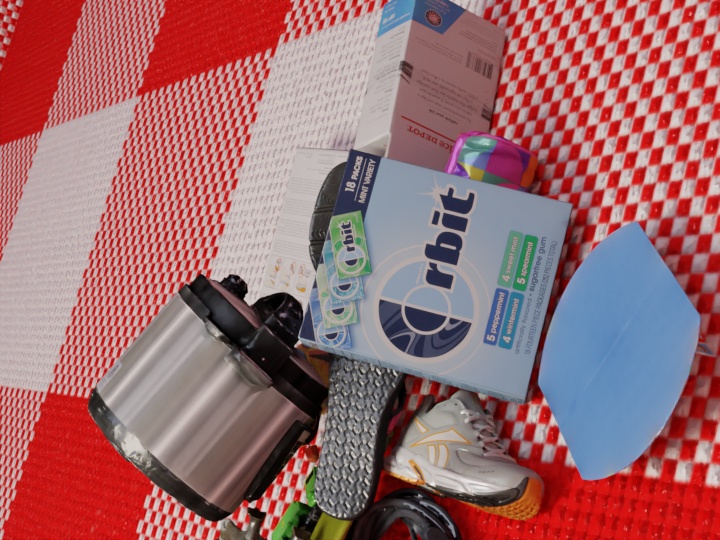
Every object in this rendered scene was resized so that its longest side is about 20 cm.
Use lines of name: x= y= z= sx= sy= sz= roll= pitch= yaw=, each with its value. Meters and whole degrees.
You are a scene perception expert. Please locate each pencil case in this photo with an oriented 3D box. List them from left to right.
pencil case: x=0.090 y=-0.027 z=1.283 sx=0.088 sy=0.088 sz=0.202 roll=21 pitch=88 yaw=61

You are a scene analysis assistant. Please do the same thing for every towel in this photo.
towel: x=-0.028 y=0.230 z=1.261 sx=0.202 sy=0.018 sz=0.086 roll=-64 pitch=8 yaw=-17

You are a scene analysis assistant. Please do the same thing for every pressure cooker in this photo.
pressure cooker: x=-0.124 y=0.101 z=1.278 sx=0.200 sy=0.179 sz=0.176 roll=-49 pitch=52 yaw=-3

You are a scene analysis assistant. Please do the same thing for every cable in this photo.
cable: x=0.036 y=0.283 z=1.213 sx=0.164 sy=0.050 sz=0.200 roll=-63 pitch=35 yaw=23

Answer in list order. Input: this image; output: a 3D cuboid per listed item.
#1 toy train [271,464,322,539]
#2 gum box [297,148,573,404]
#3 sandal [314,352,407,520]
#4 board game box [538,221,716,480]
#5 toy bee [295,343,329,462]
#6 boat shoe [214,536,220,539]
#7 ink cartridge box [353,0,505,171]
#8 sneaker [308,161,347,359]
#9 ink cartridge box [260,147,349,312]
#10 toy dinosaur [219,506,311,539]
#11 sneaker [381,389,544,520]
toy train: x=-0.030 y=0.208 z=1.385 sx=0.201 sy=0.041 sz=0.057 roll=-58 pitch=20 yaw=20
gum box: x=0.064 y=0.005 z=1.205 sx=0.045 sy=0.197 sz=0.172 roll=72 pitch=-148 yaw=-77
sandal: x=0.005 y=0.118 z=1.243 sx=0.074 sy=0.045 sz=0.203 roll=12 pitch=85 yaw=24
board game box: x=0.205 y=0.066 z=1.076 sx=0.159 sy=0.039 sz=0.201 roll=-61 pitch=24 yaw=24
toy bee: x=-0.058 y=0.133 z=1.422 sx=0.200 sy=0.131 sz=0.109 roll=-45 pitch=74 yaw=9
boat shoe: x=-0.153 y=0.367 z=1.458 sx=0.071 sy=0.076 sz=0.201 roll=-16 pitch=33 yaw=33
ink cartridge box: x=0.065 y=-0.158 z=1.381 sx=0.066 sy=0.115 sz=0.203 roll=-14 pitch=59 yaw=55
sneaker: x=0.000 y=0.000 z=1.361 sx=0.115 sy=0.075 sz=0.204 roll=10 pitch=-102 yaw=-79
ink cartridge box: x=-0.041 y=-0.033 z=1.569 sx=0.162 sy=0.050 sz=0.203 roll=13 pitch=91 yaw=61
toy dinosaur: x=-0.095 y=0.281 z=1.259 sx=0.201 sy=0.076 sz=0.103 roll=-91 pitch=19 yaw=-63
sneaker: x=0.089 y=0.146 z=1.187 sx=0.199 sy=0.075 sz=0.093 roll=6 pitch=72 yaw=60
